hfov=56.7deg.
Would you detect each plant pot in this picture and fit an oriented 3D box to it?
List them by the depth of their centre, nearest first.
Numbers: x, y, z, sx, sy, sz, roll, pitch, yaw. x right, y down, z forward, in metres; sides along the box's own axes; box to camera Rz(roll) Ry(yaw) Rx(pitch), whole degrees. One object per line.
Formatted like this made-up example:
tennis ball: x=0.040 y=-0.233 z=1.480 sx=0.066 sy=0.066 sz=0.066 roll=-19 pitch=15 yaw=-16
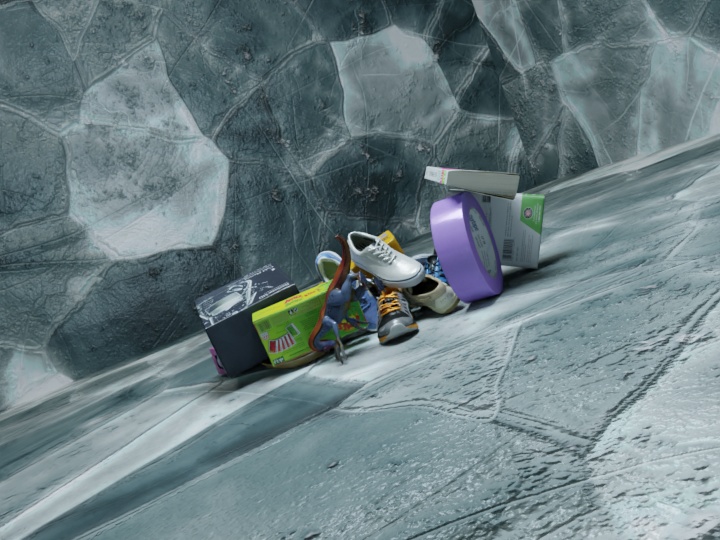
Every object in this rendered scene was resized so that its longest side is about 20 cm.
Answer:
plant pot: x=-0.116 y=0.146 z=1.364 sx=0.199 sy=0.028 sz=0.200 roll=-20 pitch=20 yaw=8

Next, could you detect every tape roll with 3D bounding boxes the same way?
tape roll: x=0.201 y=-0.043 z=1.250 sx=0.065 sy=0.201 sz=0.200 roll=-19 pitch=5 yaw=25

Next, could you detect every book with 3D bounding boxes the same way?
book: x=0.206 y=-0.175 z=1.273 sx=0.133 sy=0.048 sz=0.200 roll=8 pitch=10 yaw=-6

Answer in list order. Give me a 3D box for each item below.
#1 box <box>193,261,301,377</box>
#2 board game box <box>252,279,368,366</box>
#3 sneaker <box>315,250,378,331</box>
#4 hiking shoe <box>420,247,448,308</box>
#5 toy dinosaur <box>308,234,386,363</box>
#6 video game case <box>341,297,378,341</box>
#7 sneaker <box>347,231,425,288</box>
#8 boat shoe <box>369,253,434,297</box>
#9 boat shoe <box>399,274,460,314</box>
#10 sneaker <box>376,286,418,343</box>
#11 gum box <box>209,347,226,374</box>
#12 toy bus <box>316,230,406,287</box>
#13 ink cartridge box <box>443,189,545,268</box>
box: x=-0.223 y=0.095 z=1.387 sx=0.199 sy=0.125 sz=0.197 roll=-27 pitch=23 yaw=-13
board game box: x=-0.096 y=0.094 z=1.281 sx=0.199 sy=0.102 sz=0.048 roll=-23 pitch=20 yaw=-3
sneaker: x=-0.027 y=0.045 z=1.343 sx=0.076 sy=0.200 sz=0.077 roll=-43 pitch=-6 yaw=3
hiking shoe: x=0.156 y=0.014 z=1.429 sx=0.074 sy=0.087 sz=0.200 roll=-19 pitch=15 yaw=26
toy dinosaur: x=-0.040 y=0.069 z=1.225 sx=0.181 sy=0.201 sz=0.105 roll=-34 pitch=-17 yaw=26
video game case: x=-0.010 y=0.106 z=1.460 sx=0.199 sy=0.023 sz=0.182 roll=-21 pitch=12 yaw=0
sneaker: x=0.041 y=-0.023 z=1.315 sx=0.199 sy=0.071 sz=0.073 roll=21 pitch=61 yaw=43
boat shoe: x=0.112 y=0.021 z=1.478 sx=0.199 sy=0.071 sz=0.091 roll=-20 pitch=19 yaw=-22
boat shoe: x=0.116 y=0.034 z=1.313 sx=0.072 sy=0.065 sz=0.200 roll=-53 pitch=26 yaw=-10
sneaker: x=0.059 y=0.080 z=1.249 sx=0.078 sy=0.078 sz=0.200 roll=-19 pitch=6 yaw=3
gum box: x=-0.243 y=0.176 z=1.545 sx=0.199 sy=0.067 sz=0.113 roll=-23 pitch=5 yaw=-31
toy bus: x=0.000 y=0.000 z=1.436 sx=0.199 sy=0.065 sz=0.078 roll=-34 pitch=26 yaw=0
ink cartridge box: x=0.272 y=-0.089 z=1.376 sx=0.198 sy=0.147 sz=0.084 roll=6 pitch=12 yaw=14
